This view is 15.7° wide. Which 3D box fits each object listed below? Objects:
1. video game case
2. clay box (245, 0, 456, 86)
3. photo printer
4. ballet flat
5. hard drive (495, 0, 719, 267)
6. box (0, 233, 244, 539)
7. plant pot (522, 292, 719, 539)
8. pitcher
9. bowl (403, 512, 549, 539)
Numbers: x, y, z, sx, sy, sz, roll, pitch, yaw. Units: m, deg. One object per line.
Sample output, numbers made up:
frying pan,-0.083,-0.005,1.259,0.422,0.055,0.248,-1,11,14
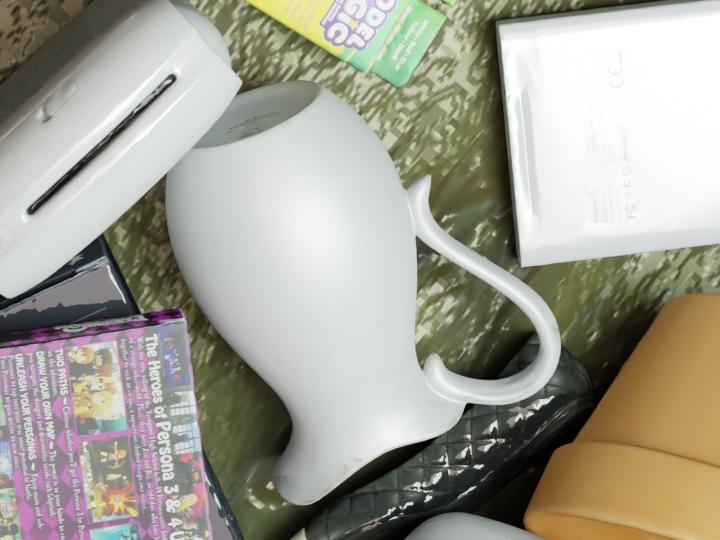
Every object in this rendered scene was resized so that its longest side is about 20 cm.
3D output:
video game case,-0.163,0.129,1.277,0.181,0.036,0.201,-8,102,-7
clay box,-0.031,-0.188,1.340,0.200,0.048,0.115,30,95,-12
photo printer,-0.136,-0.068,1.268,0.166,0.200,0.069,-43,104,0
ballet flat,0.038,0.108,1.412,0.200,0.066,0.057,-34,64,-3
hard drive,0.177,-0.079,1.392,0.199,0.025,0.132,-7,105,-2
box,-0.157,0.099,1.345,0.148,0.104,0.201,-23,103,-4
plant pot,0.202,0.103,1.365,0.200,0.200,0.140,26,75,-13
pitcher,0.000,0.000,1.343,0.171,0.121,0.200,-20,111,2
bowl,0.078,0.219,1.397,0.199,0.075,0.200,23,121,-12
